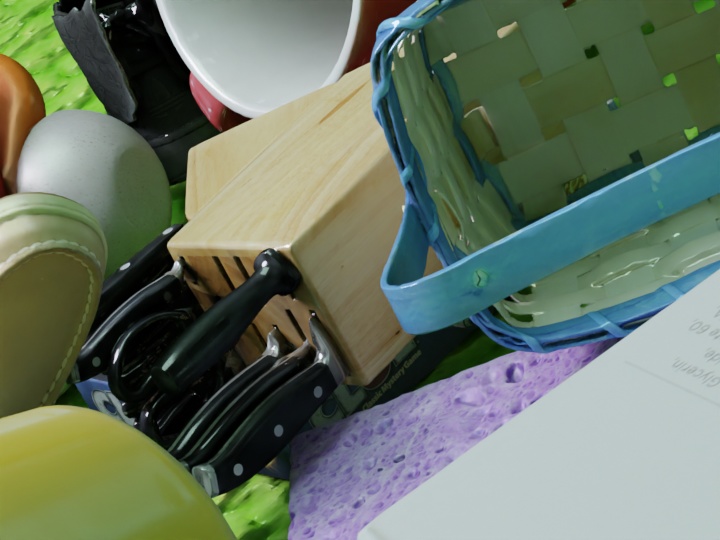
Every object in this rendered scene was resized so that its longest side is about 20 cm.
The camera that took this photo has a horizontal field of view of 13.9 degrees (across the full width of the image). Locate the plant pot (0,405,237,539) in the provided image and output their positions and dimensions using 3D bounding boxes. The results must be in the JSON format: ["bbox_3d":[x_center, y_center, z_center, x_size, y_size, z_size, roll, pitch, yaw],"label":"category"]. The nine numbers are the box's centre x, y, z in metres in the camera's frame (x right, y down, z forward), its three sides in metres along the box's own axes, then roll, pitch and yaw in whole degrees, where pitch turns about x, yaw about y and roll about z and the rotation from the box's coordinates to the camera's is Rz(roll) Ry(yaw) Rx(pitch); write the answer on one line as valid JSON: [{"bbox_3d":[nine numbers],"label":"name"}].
[{"bbox_3d":[-0.132,0.136,0.872,0.201,0.201,0.189,-3,19,43],"label":"plant pot"}]

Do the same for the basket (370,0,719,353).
[{"bbox_3d":[0.092,-0.051,0.955,0.176,0.139,0.200,-24,11,11],"label":"basket"}]

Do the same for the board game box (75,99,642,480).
[{"bbox_3d":[0.000,0.000,1.155,0.200,0.035,0.135,-43,28,-28],"label":"board game box"}]

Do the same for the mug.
[{"bbox_3d":[0.016,-0.143,1.245,0.200,0.134,0.177,-17,2,-39],"label":"mug"}]

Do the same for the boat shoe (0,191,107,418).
[{"bbox_3d":[-0.140,0.066,0.990,0.200,0.072,0.065,-55,39,17],"label":"boat shoe"}]

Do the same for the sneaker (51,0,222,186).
[{"bbox_3d":[-0.100,-0.102,1.348,0.060,0.104,0.200,-29,18,-3],"label":"sneaker"}]

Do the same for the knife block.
[{"bbox_3d":[-0.007,-0.002,1.050,0.200,0.064,0.176,-24,26,9],"label":"knife block"}]

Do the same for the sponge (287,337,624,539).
[{"bbox_3d":[0.067,0.060,0.978,0.200,0.030,0.112,-22,25,14],"label":"sponge"}]

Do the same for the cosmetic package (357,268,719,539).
[{"bbox_3d":[0.141,0.090,0.681,0.200,0.165,0.165,-34,25,-14],"label":"cosmetic package"}]

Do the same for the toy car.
[{"bbox_3d":[-0.192,-0.021,1.257,0.175,0.150,0.200,-12,29,31],"label":"toy car"}]
